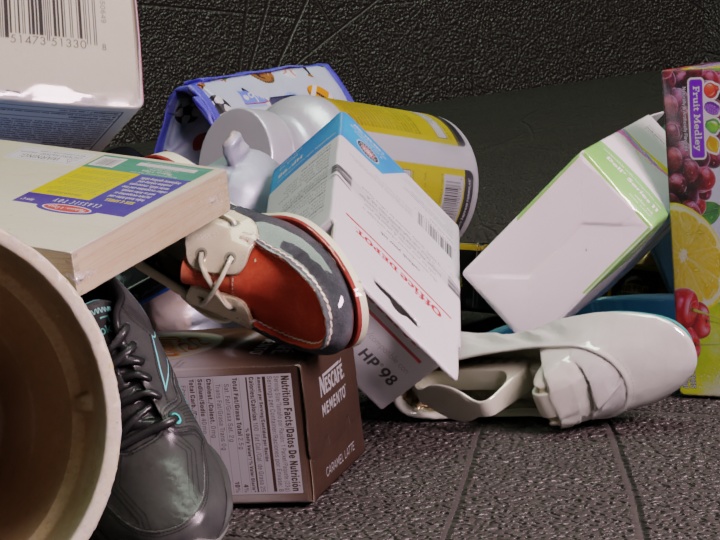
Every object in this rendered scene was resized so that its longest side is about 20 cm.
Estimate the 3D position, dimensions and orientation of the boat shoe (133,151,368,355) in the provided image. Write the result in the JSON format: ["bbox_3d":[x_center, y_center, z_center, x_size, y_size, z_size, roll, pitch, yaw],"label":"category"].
[{"bbox_3d":[-0.078,-0.007,1.217,0.063,0.071,0.200,-16,37,-42],"label":"boat shoe"}]

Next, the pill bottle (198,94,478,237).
[{"bbox_3d":[-0.017,-0.068,1.646,0.200,0.112,0.112,6,-1,-44],"label":"pill bottle"}]

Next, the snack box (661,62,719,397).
[{"bbox_3d":[0.257,-0.025,1.343,0.142,0.200,0.053,0,9,35],"label":"snack box"}]

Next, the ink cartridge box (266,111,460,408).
[{"bbox_3d":[0.000,0.000,1.365,0.067,0.116,0.200,-38,20,20],"label":"ink cartridge box"}]

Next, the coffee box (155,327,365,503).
[{"bbox_3d":[-0.109,0.081,1.265,0.200,0.080,0.114,-3,10,14],"label":"coffee box"}]

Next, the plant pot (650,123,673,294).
[{"bbox_3d":[0.263,-0.042,1.560,0.135,0.200,0.200,-22,8,4],"label":"plant pot"}]

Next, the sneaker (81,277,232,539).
[{"bbox_3d":[-0.127,0.066,1.142,0.075,0.079,0.200,-27,49,-7],"label":"sneaker"}]

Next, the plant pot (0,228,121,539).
[{"bbox_3d":[-0.228,0.075,1.098,0.200,0.201,0.183,-7,-2,-14],"label":"plant pot"}]

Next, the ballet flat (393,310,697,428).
[{"bbox_3d":[0.103,0.067,1.334,0.200,0.070,0.069,-4,8,37],"label":"ballet flat"}]

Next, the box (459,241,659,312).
[{"bbox_3d":[0.090,0.007,1.599,0.200,0.049,0.160,7,0,-45],"label":"box"}]

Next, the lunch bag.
[{"bbox_3d":[-0.072,-0.057,1.764,0.124,0.200,0.170,2,10,40],"label":"lunch bag"}]

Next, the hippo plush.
[{"bbox_3d":[-0.095,-0.011,1.442,0.200,0.161,0.159,-5,-22,15],"label":"hippo plush"}]

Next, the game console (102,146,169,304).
[{"bbox_3d":[-0.198,-0.048,1.352,0.171,0.118,0.200,-29,29,-14],"label":"game console"}]

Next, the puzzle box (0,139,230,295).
[{"bbox_3d":[-0.186,-0.032,1.182,0.200,0.025,0.133,9,25,32],"label":"puzzle box"}]

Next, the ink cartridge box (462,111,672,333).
[{"bbox_3d":[0.155,-0.031,1.449,0.117,0.067,0.200,-46,-7,24],"label":"ink cartridge box"}]

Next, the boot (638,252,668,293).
[{"bbox_3d":[0.221,-0.018,1.749,0.155,0.073,0.200,7,20,45],"label":"boot"}]

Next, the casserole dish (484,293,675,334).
[{"bbox_3d":[0.157,0.050,1.456,0.121,0.039,0.200,0,9,35],"label":"casserole dish"}]

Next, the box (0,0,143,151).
[{"bbox_3d":[-0.237,-0.124,1.486,0.128,0.109,0.200,2,-19,-26],"label":"box"}]
